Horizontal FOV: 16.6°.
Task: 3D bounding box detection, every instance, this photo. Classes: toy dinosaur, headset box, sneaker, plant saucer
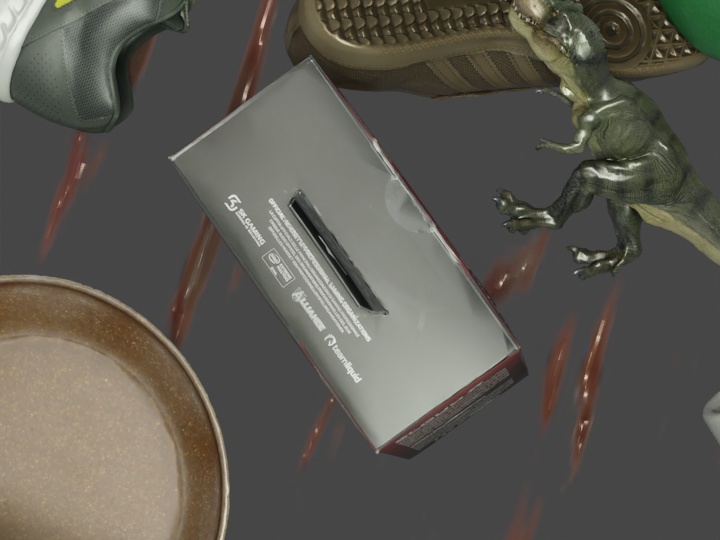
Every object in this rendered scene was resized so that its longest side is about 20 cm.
[{"bbox_3d":[0.116,-0.036,1.101,0.088,0.048,0.200,-36,117,22],"label":"toy dinosaur"},{"bbox_3d":[0.000,0.000,1.059,0.077,0.200,0.149,-36,83,2],"label":"headset box"},{"bbox_3d":[-0.104,-0.155,1.155,0.085,0.074,0.200,30,98,2],"label":"sneaker"},{"bbox_3d":[0.063,-0.114,1.134,0.200,0.076,0.071,2,75,-15],"label":"sneaker"},{"bbox_3d":[-0.157,0.103,1.151,0.200,0.037,0.201,0,86,6],"label":"plant saucer"}]

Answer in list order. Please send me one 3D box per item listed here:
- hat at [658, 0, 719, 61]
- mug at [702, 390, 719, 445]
[{"bbox_3d":[0.158,-0.111,1.113,0.165,0.200,0.176,-4,125,-31],"label":"hat"},{"bbox_3d":[0.256,0.092,1.044,0.149,0.186,0.153,-27,92,-36],"label":"mug"}]
